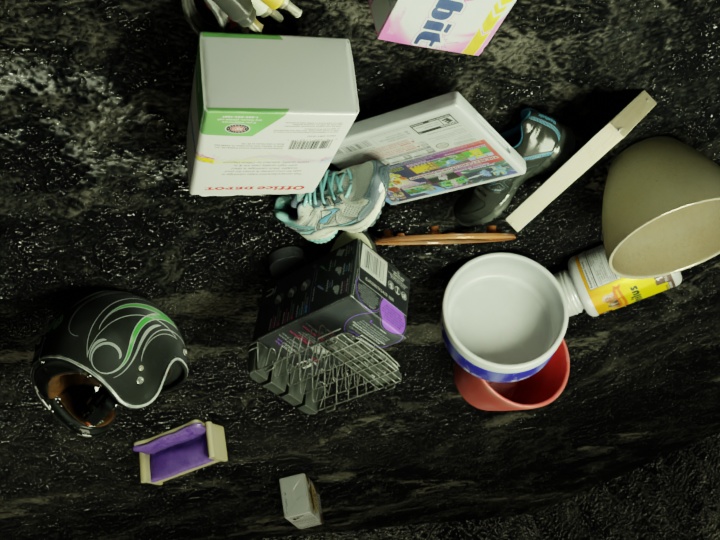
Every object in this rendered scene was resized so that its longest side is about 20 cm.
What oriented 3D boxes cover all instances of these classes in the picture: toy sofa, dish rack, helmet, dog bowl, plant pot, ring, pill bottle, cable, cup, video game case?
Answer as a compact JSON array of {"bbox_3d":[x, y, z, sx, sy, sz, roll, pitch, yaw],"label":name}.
[{"bbox_3d":[-0.401,0.402,1.707,0.199,0.083,0.098,-23,151,18],"label":"toy sofa"},{"bbox_3d":[-0.048,0.134,1.087,0.199,0.055,0.153,-25,133,31],"label":"dish rack"},{"bbox_3d":[-0.353,0.125,1.118,0.199,0.191,0.201,11,126,15],"label":"helmet"},{"bbox_3d":[0.229,0.076,1.255,0.199,0.201,0.079,-11,155,-3],"label":"dog bowl"},{"bbox_3d":[0.275,0.185,1.496,0.199,0.202,0.177,-3,160,-16],"label":"plant pot"},{"bbox_3d":[0.118,-0.049,1.096,0.199,0.019,0.200,-2,180,0],"label":"ring"},{"bbox_3d":[0.427,0.008,1.308,0.199,0.110,0.109,-24,150,20],"label":"pill bottle"},{"bbox_3d":[-0.143,-0.272,0.672,0.097,0.051,0.200,-10,144,32],"label":"cable"},{"bbox_3d":[0.420,-0.099,1.078,0.199,0.144,0.201,-9,151,-5],"label":"cup"},{"bbox_3d":[0.072,-0.140,0.934,0.199,0.023,0.182,-11,156,33],"label":"video game case"}]

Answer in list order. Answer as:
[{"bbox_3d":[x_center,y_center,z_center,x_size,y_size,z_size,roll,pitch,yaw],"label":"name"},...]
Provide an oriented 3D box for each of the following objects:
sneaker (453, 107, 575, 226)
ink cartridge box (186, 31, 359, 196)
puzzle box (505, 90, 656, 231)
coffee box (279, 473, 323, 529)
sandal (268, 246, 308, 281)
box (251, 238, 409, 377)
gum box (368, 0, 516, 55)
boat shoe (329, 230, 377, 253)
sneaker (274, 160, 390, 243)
[{"bbox_3d":[0.181,-0.136,1.012,0.082,0.074,0.200,27,131,-24],"label":"sneaker"},{"bbox_3d":[-0.099,-0.151,0.792,0.144,0.085,0.200,-3,165,-17],"label":"ink cartridge box"},{"bbox_3d":[0.281,-0.139,0.996,0.133,0.025,0.200,-38,174,-43],"label":"puzzle box"},{"bbox_3d":[-0.170,0.675,2.256,0.079,0.114,0.200,-14,152,2],"label":"coffee box"},{"bbox_3d":[-0.093,0.029,1.204,0.076,0.043,0.200,-18,151,10],"label":"sandal"},{"bbox_3d":[-0.042,0.059,1.118,0.199,0.107,0.122,-26,131,33],"label":"box"},{"bbox_3d":[0.093,-0.285,0.692,0.113,0.067,0.200,3,148,-24],"label":"gum box"},{"bbox_3d":[-0.003,-0.001,1.176,0.073,0.063,0.202,14,141,16],"label":"boat shoe"},{"bbox_3d":[-0.040,-0.087,0.957,0.086,0.078,0.200,21,153,-29],"label":"sneaker"}]
